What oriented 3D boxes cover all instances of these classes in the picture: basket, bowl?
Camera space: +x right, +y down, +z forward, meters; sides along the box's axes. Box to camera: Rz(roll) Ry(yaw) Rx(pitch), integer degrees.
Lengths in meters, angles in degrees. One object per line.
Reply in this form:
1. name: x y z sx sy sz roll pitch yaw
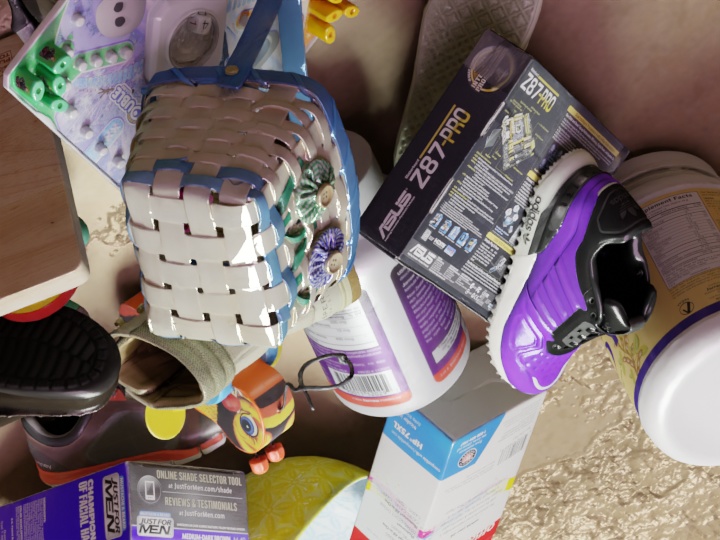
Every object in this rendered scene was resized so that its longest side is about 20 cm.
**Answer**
1. basket: -0.066 -0.057 1.426 0.138 0.201 0.177 3 132 13
2. bowl: -0.082 0.218 1.790 0.107 0.200 0.201 31 129 18

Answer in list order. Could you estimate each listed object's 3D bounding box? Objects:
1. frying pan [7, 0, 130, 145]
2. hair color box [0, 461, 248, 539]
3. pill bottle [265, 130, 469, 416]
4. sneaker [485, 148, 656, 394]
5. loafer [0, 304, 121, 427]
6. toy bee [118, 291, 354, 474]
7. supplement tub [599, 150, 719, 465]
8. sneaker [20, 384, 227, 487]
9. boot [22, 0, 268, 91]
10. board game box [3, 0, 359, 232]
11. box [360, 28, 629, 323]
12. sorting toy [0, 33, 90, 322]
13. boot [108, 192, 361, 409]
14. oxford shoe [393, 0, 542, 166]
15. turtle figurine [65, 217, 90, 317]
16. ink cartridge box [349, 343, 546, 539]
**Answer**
1. frying pan: -0.197 -0.136 1.476 0.031 0.115 0.190 -41 126 18
2. hair color box: -0.186 0.195 1.719 0.109 0.065 0.199 9 157 -39
3. pill bottle: 0.000 0.000 1.638 0.111 0.112 0.201 -20 131 4
4. sneaker: 0.152 0.023 1.582 0.069 0.099 0.201 -27 142 -37
5. loafer: -0.237 0.067 1.513 0.199 0.073 0.072 4 140 29
6. toy bee: -0.094 0.091 1.640 0.130 0.200 0.109 -18 124 -22
7. supplement tub: 0.239 0.024 1.646 0.144 0.201 0.146 -10 133 -11
8. sneaker: -0.163 0.099 1.711 0.199 0.077 0.082 -23 124 6
9. boot: -0.100 -0.190 1.484 0.203 0.074 0.154 25 116 -33
10. board game box: -0.105 -0.144 1.439 0.200 0.026 0.200 -53 143 -6
11. box: 0.093 -0.056 1.566 0.162 0.049 0.200 -54 151 3
12. sorting toy: -0.279 -0.029 1.502 0.199 0.200 0.070 -20 146 5
13. boot: -0.115 0.021 1.542 0.154 0.199 0.072 -37 123 -29
14. oxford shoe: 0.074 -0.145 1.574 0.075 0.058 0.201 23 112 9
15. turtle figurine: -0.242 0.019 1.605 0.199 0.101 0.149 -33 143 27
16. ink cartridge box: 0.062 0.167 1.787 0.116 0.067 0.201 -25 143 -42
